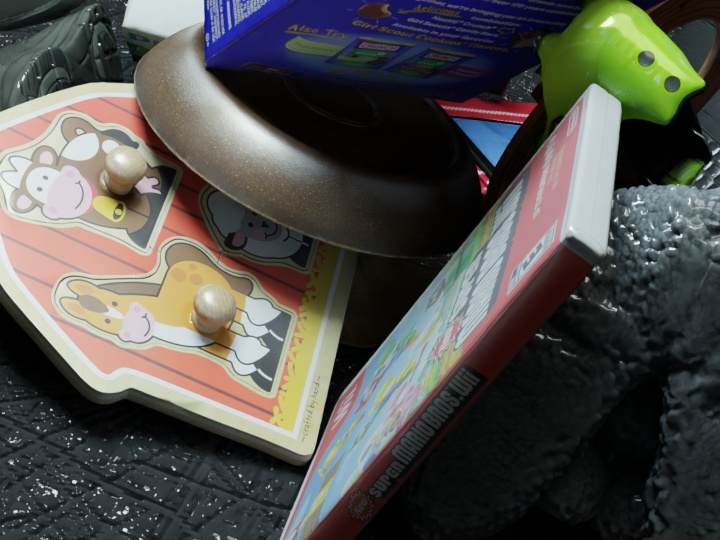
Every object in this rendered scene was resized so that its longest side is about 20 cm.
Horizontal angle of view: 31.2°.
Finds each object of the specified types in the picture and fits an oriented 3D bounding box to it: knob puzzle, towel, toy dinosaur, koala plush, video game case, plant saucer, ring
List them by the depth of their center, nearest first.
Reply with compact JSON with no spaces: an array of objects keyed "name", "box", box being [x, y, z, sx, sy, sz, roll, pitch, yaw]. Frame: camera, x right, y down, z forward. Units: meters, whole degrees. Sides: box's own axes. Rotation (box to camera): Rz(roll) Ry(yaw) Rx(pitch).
[{"name":"video game case","box":[0.034,0.028,0.514,0.017,0.201,0.143,34,29,-5]},{"name":"knob puzzle","box":[-0.093,-0.024,0.607,0.217,0.031,0.222,16,50,-19]},{"name":"koala plush","box":[0.128,0.034,0.607,0.175,0.186,0.200,22,17,3]},{"name":"plant saucer","box":[-0.019,-0.080,0.673,0.198,0.032,0.201,21,29,-12]},{"name":"toy dinosaur","box":[0.000,0.000,0.704,0.197,0.059,0.102,-1,51,-25]},{"name":"ring","box":[0.145,-0.094,0.718,0.199,0.201,0.019,-16,61,-45]},{"name":"towel","box":[0.123,-0.064,0.894,0.143,0.023,0.201,0,37,-34]}]

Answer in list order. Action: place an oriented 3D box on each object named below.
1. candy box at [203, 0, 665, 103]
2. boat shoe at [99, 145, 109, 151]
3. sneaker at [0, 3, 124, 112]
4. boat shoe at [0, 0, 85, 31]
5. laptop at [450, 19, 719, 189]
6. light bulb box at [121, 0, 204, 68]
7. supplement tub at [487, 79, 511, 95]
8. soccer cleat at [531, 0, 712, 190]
[{"name":"candy box","box":[0.043,-0.149,0.597,0.167,0.078,0.199,2,-12,-36]},{"name":"boat shoe","box":[-0.098,-0.069,0.730,0.073,0.063,0.200,25,30,10]},{"name":"sneaker","box":[-0.189,-0.103,0.726,0.089,0.077,0.200,-7,15,9]},{"name":"boat shoe","box":[-0.246,-0.155,0.743,0.198,0.071,0.072,-5,39,13]},{"name":"laptop","box":[0.188,-0.092,0.857,0.103,0.199,0.178,46,7,-47]},{"name":"light bulb box","box":[-0.033,-0.209,0.833,0.195,0.203,0.125,16,-5,-5]},{"name":"supplement tub","box":[0.022,-0.191,0.954,0.197,0.108,0.107,17,30,-2]},{"name":"soccer cleat","box":[0.125,-0.058,0.613,0.081,0.067,0.200,45,-4,20]}]
